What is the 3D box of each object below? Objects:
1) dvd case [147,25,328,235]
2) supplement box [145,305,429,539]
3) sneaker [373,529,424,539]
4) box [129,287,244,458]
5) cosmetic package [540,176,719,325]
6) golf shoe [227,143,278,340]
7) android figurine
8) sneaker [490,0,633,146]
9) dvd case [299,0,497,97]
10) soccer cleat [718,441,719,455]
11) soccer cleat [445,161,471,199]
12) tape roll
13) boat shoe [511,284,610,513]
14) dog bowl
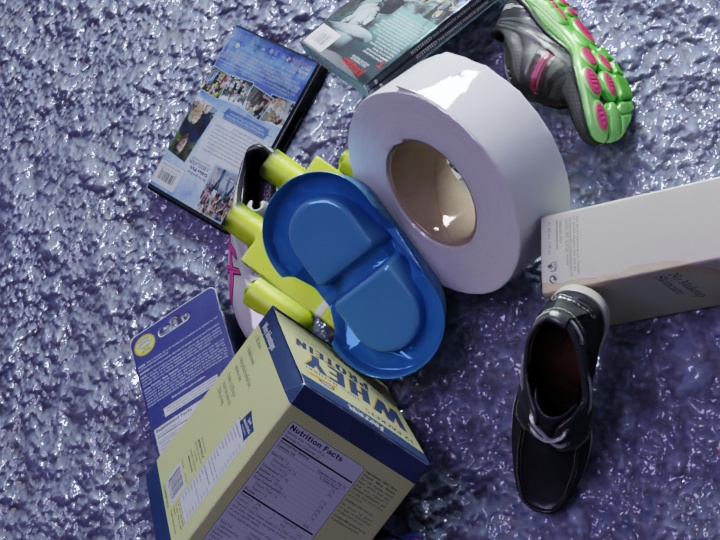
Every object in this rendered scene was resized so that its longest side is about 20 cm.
[{"bbox_3d":[-0.129,-0.147,1.743,0.142,0.018,0.201,29,90,39],"label":"dvd case"},{"bbox_3d":[-0.070,0.173,1.447,0.200,0.134,0.200,-53,20,8],"label":"supplement box"},{"bbox_3d":[0.037,0.264,1.425,0.200,0.075,0.079,28,87,38],"label":"sneaker"},{"bbox_3d":[-0.157,0.127,1.646,0.121,0.032,0.201,-32,58,22],"label":"box"},{"bbox_3d":[0.256,-0.016,1.353,0.199,0.103,0.073,-12,66,34],"label":"cosmetic package"},{"bbox_3d":[-0.099,-0.025,1.618,0.072,0.092,0.201,-6,69,11],"label":"golf shoe"},{"bbox_3d":[-0.026,-0.020,1.550,0.200,0.041,0.182,37,86,10],"label":"android figurine"},{"bbox_3d":[0.178,-0.175,1.501,0.084,0.077,0.200,-49,44,26],"label":"sneaker"},{"bbox_3d":[0.051,-0.251,1.585,0.200,0.022,0.146,-38,36,-8],"label":"dvd case"},{"bbox_3d":[0.369,0.114,1.251,0.199,0.070,0.087,-7,53,32],"label":"soccer cleat"},{"bbox_3d":[0.077,-0.122,1.537,0.069,0.085,0.200,-47,51,11],"label":"soccer cleat"},{"bbox_3d":[0.083,-0.083,1.445,0.071,0.203,0.202,-36,42,-30],"label":"tape roll"},{"bbox_3d":[0.153,0.113,1.352,0.071,0.068,0.201,14,116,17],"label":"boat shoe"},{"bbox_3d":[0.000,0.000,1.481,0.111,0.050,0.200,-37,89,22],"label":"dog bowl"}]
